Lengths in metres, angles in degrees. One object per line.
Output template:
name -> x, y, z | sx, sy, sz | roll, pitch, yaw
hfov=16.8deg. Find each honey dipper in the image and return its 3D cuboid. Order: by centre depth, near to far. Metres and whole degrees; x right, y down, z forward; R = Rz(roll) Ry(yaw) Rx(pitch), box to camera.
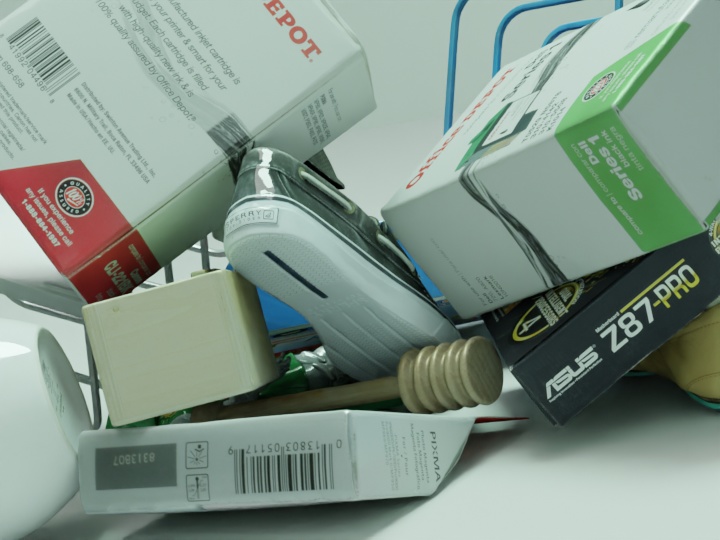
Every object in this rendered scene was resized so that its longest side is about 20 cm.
honey dipper -> -0.013, 0.070, 1.339 | 0.200, 0.038, 0.038 | -13, 5, 36

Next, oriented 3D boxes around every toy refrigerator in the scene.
toy refrigerator -> -0.093, 0.037, 1.303 | 0.076, 0.070, 0.200 | -15, -2, 2

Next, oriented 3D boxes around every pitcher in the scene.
pitcher -> -0.240, 0.111, 1.237 | 0.200, 0.121, 0.172 | -21, 28, 5

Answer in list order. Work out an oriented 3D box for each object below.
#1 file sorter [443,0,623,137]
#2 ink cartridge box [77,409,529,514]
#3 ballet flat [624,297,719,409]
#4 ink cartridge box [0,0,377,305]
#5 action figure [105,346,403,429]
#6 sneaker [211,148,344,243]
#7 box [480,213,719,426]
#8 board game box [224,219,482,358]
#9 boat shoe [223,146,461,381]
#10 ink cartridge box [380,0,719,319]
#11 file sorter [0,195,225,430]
file sorter -> 0.161, -0.104, 1.541 | 0.139, 0.123, 0.200 | -6, -15, 40
ink cartridge box -> -0.023, 0.101, 1.268 | 0.163, 0.057, 0.200 | -7, -12, 29
ballet flat -> 0.179, 0.031, 1.345 | 0.069, 0.063, 0.200 | -10, 7, -15
ink cartridge box -> -0.111, -0.097, 1.327 | 0.200, 0.144, 0.084 | -37, -17, -4
action figure -> -0.053, 0.070, 1.442 | 0.200, 0.055, 0.118 | -17, 12, -11
sneaker -> -0.034, -0.035, 1.391 | 0.200, 0.091, 0.066 | 31, 1, -7
box -> 0.140, -0.006, 1.328 | 0.161, 0.049, 0.200 | -37, 13, 5
board game box -> 0.010, 0.010, 1.577 | 0.200, 0.056, 0.196 | -11, -7, -11
boat shoe -> 0.000, 0.000, 1.318 | 0.072, 0.071, 0.200 | -12, -36, 28
ink cartridge box -> 0.124, -0.067, 1.283 | 0.200, 0.084, 0.146 | -23, 22, 51
file sorter -> -0.172, -0.013, 1.477 | 0.139, 0.125, 0.200 | 16, 43, 18
